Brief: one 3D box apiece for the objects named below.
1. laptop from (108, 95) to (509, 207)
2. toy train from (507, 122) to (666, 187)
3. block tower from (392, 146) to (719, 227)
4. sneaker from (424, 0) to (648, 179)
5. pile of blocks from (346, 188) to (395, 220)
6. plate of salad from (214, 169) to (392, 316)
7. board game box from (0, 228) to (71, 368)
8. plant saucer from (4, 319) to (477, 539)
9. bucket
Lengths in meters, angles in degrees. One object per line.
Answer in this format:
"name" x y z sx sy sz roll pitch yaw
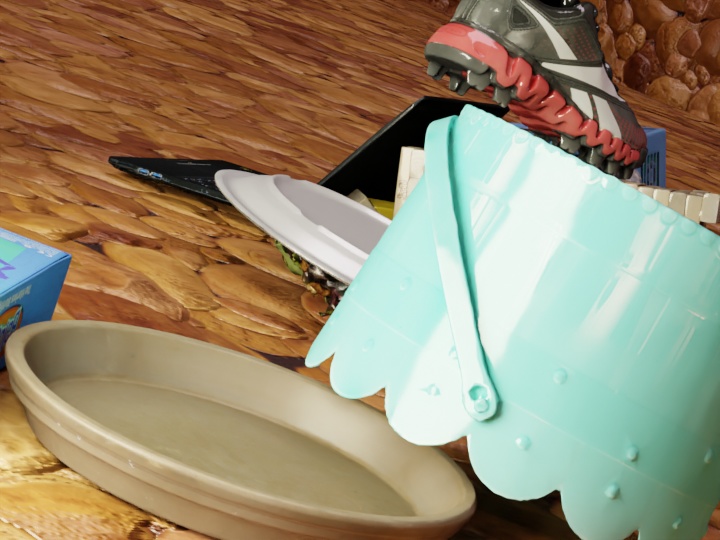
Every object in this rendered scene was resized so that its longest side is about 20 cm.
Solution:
"laptop" -0.031 -0.088 1.519 0.199 0.104 0.177 18 8 20
"toy train" 0.128 -0.070 1.715 0.199 0.087 0.114 5 11 32
"block tower" 0.119 -0.034 1.416 0.199 0.058 0.054 8 5 12
"sneaker" 0.129 -0.130 1.480 0.200 0.098 0.071 30 -7 -41
"pile of blocks" 0.072 -0.030 1.514 0.199 0.083 0.062 15 11 -21
"plate of salad" 0.000 0.000 1.330 0.199 0.048 0.200 29 11 -6
"board game box" -0.215 0.001 0.936 0.151 0.045 0.200 21 10 4
"plant saucer" -0.050 0.070 0.931 0.199 0.030 0.200 20 10 -4
"bucket" 0.089 0.026 1.011 0.206 0.135 0.207 29 2 -1
